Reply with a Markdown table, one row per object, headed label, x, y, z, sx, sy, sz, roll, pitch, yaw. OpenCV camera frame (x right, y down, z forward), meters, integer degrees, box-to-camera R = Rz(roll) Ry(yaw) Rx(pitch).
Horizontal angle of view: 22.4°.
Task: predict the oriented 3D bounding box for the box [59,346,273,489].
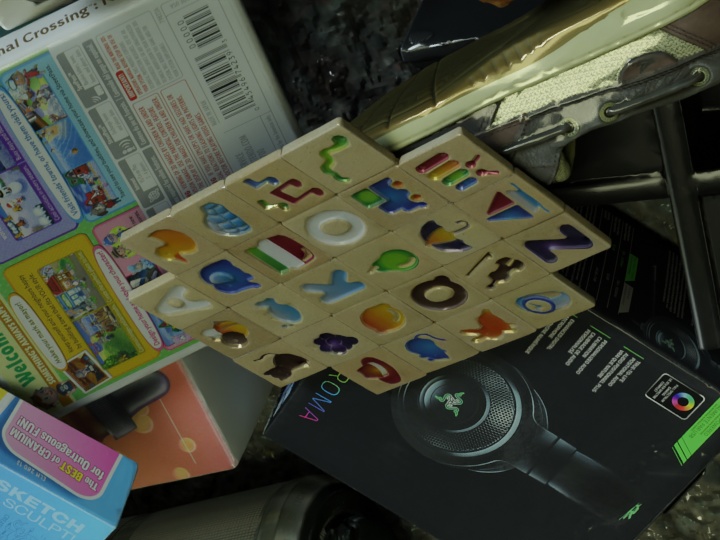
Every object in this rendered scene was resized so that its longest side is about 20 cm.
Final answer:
| label | x | y | z | sx | sy | sz | roll | pitch | yaw |
| --- | --- | --- | --- | --- | --- | --- | --- | --- | --- |
| box | -0.165 | 0.032 | 0.957 | 0.198 | 0.107 | 0.153 | -14 | 118 | 24 |

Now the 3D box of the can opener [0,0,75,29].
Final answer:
| label | x | y | z | sx | sy | sz | roll | pitch | yaw |
| --- | --- | --- | --- | --- | --- | --- | --- | --- | --- |
| can opener | -0.072 | -0.151 | 0.754 | 0.067 | 0.199 | 0.054 | 26 | 134 | 39 |

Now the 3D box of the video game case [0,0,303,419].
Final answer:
| label | x | y | z | sx | sy | sz | roll | pitch | yaw |
| --- | --- | --- | --- | --- | --- | --- | --- | --- | --- |
| video game case | -0.110 | -0.028 | 0.795 | 0.181 | 0.022 | 0.201 | -26 | 137 | 0 |

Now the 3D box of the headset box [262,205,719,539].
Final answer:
| label | x | y | z | sx | sy | sz | roll | pitch | yaw |
| --- | --- | --- | --- | --- | --- | --- | --- | --- | --- |
| headset box | 0.082 | 0.054 | 0.912 | 0.199 | 0.093 | 0.174 | 32 | 126 | -7 |

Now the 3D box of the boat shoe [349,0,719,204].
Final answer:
| label | x | y | z | sx | sy | sz | roll | pitch | yaw |
| --- | --- | --- | --- | --- | --- | --- | --- | --- | --- |
| boat shoe | 0.068 | -0.064 | 0.737 | 0.200 | 0.072 | 0.066 | -28 | 106 | 24 |

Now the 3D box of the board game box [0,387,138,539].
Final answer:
| label | x | y | z | sx | sy | sz | roll | pitch | yaw |
| --- | --- | --- | --- | --- | --- | --- | --- | --- | --- |
| board game box | -0.226 | 0.094 | 0.852 | 0.199 | 0.041 | 0.153 | 31 | 131 | -15 |

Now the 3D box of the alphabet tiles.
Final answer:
| label | x | y | z | sx | sy | sz | roll | pitch | yaw |
| --- | --- | --- | --- | --- | --- | --- | --- | --- | --- |
| alphabet tiles | 0.000 | 0.000 | 0.785 | 0.199 | 0.006 | 0.166 | -25 | 138 | 37 |

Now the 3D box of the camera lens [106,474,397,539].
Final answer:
| label | x | y | z | sx | sy | sz | roll | pitch | yaw |
| --- | --- | --- | --- | --- | --- | --- | --- | --- | --- |
| camera lens | -0.075 | 0.208 | 1.016 | 0.198 | 0.160 | 0.161 | -16 | 118 | 24 |

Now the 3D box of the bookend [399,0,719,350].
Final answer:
| label | x | y | z | sx | sy | sz | roll | pitch | yaw |
| --- | --- | --- | --- | --- | --- | --- | --- | --- | --- |
| bookend | 0.143 | -0.048 | 0.827 | 0.198 | 0.092 | 0.200 | -5 | 122 | 19 |

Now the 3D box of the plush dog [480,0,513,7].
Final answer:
| label | x | y | z | sx | sy | sz | roll | pitch | yaw |
| --- | --- | --- | --- | --- | --- | --- | --- | --- | --- |
| plush dog | 0.033 | -0.201 | 0.681 | 0.199 | 0.173 | 0.160 | 36 | 158 | -12 |

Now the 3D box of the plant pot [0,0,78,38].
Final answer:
| label | x | y | z | sx | sy | sz | roll | pitch | yaw |
| --- | --- | --- | --- | --- | --- | --- | --- | --- | --- |
| plant pot | -0.197 | -0.177 | 0.783 | 0.199 | 0.201 | 0.188 | -19 | 130 | 26 |
